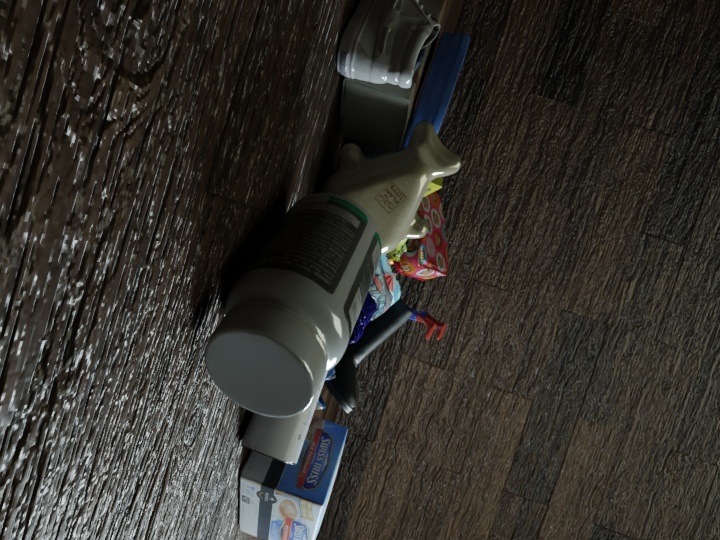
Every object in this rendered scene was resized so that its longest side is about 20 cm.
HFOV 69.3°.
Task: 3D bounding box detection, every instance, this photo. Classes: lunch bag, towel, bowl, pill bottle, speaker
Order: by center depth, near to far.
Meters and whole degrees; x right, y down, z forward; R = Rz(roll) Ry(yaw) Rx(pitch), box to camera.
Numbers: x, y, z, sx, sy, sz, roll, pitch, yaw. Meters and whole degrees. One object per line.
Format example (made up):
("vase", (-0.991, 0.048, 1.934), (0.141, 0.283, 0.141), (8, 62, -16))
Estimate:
("pill bottle", (-0.053, 0.023, 0.477), (0.201, 0.111, 0.115), (-66, 172, -51))
("speaker", (-0.089, 0.150, 0.710), (0.081, 0.080, 0.203), (93, 15, -72))
("towel", (-0.023, 0.016, 0.726), (0.200, 0.049, 0.150), (-5, 70, -86))
("bowl", (0.099, -0.233, 0.739), (0.201, 0.039, 0.204), (20, 89, -90))
("lunch bag", (0.133, -0.085, 1.120), (0.175, 0.081, 0.204), (16, 66, -52))

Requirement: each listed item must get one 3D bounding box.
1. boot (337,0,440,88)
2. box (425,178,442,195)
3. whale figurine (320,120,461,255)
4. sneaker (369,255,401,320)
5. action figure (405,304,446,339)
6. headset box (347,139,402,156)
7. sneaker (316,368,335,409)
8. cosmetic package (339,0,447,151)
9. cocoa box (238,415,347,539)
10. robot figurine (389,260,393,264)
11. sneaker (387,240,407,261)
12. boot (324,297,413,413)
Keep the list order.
("boot", (0.047, -0.292, 0.604), (0.074, 0.094, 0.203), (96, 13, -68))
("box", (0.077, -0.166, 1.007), (0.199, 0.049, 0.077), (-23, -122, 55))
("whale figurine", (0.035, -0.111, 0.684), (0.199, 0.159, 0.104), (-39, -161, 26))
("sneaker", (0.000, 0.000, 0.857), (0.096, 0.079, 0.202), (-46, 122, -28))
("action figure", (0.065, 0.097, 1.038), (0.065, 0.199, 0.100), (11, 109, -50))
("headset box", (0.033, -0.213, 0.827), (0.149, 0.076, 0.204), (48, 58, -85))
("sneaker", (-0.070, 0.133, 0.857), (0.074, 0.081, 0.204), (20, 87, -83))
("cosmetic package", (0.045, -0.272, 0.689), (0.104, 0.086, 0.203), (102, 7, -65))
("cocoa box", (-0.109, 0.337, 0.836), (0.134, 0.129, 0.202), (-66, 172, -48))
("robot figurine", (0.046, -0.096, 1.172), (0.145, 0.115, 0.202), (106, 4, -51))
("sneaker", (0.061, -0.060, 0.964), (0.076, 0.076, 0.200), (-49, -171, -7))
("boot", (0.018, 0.135, 0.929), (0.199, 0.066, 0.165), (-38, -146, -1))
